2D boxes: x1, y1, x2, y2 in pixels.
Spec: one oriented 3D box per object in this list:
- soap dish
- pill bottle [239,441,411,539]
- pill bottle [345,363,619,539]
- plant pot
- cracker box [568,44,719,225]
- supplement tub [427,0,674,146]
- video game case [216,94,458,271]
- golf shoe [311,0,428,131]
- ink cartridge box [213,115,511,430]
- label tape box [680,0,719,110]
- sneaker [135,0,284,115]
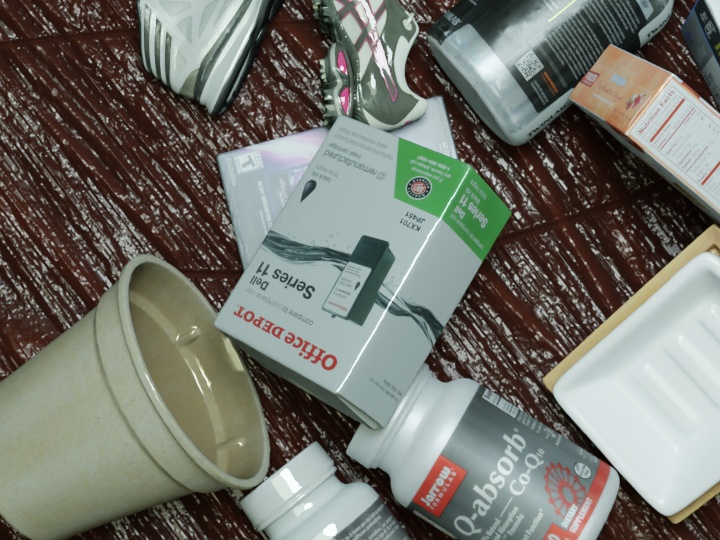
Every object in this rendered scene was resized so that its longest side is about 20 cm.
[{"bbox_3d":[0.263,0.079,1.131,0.157,0.081,0.200,47,122,6],"label":"soap dish"},{"bbox_3d":[-0.008,0.242,1.165,0.110,0.111,0.201,-37,86,2],"label":"pill bottle"},{"bbox_3d":[0.095,0.159,1.158,0.199,0.116,0.117,31,90,5],"label":"pill bottle"},{"bbox_3d":[-0.201,0.119,1.159,0.182,0.200,0.202,-29,86,14],"label":"plant pot"},{"bbox_3d":[0.261,-0.079,1.092,0.199,0.134,0.058,37,98,-18],"label":"cracker box"},{"bbox_3d":[0.162,-0.205,1.163,0.199,0.123,0.123,-39,86,2],"label":"supplement tub"},{"bbox_3d":[-0.009,-0.052,1.223,0.198,0.019,0.145,-14,87,4],"label":"video game case"},{"bbox_3d":[0.003,-0.212,1.201,0.087,0.077,0.203,-6,89,-1],"label":"golf shoe"},{"bbox_3d":[0.000,0.000,1.127,0.146,0.083,0.201,24,80,37],"label":"ink cartridge box"},{"bbox_3d":[0.300,-0.185,1.142,0.063,0.144,0.202,-25,86,5],"label":"label tape box"},{"bbox_3d":[-0.121,-0.243,1.209,0.115,0.076,0.202,28,93,3],"label":"sneaker"}]
